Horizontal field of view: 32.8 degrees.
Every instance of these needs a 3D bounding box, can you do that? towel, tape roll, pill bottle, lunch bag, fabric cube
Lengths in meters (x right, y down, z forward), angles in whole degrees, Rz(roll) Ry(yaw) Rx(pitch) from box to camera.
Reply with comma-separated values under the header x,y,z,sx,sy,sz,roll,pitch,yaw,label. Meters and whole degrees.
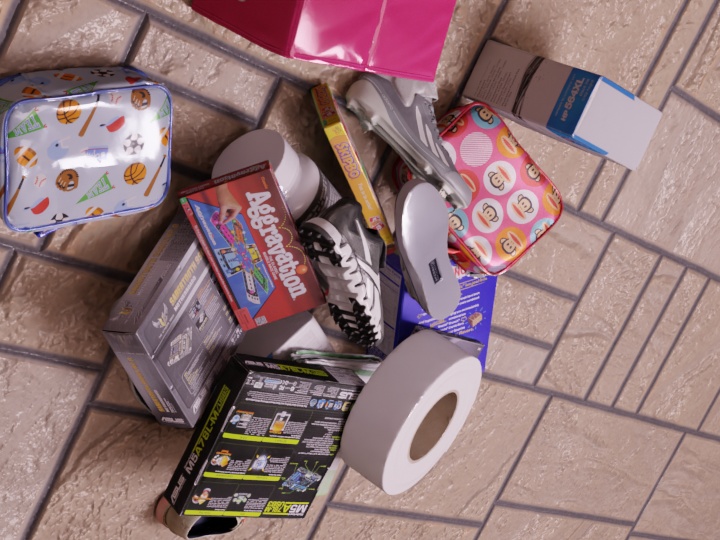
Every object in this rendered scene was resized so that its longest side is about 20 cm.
x,y,z,sx,sy,sz,roll,pitch,yaw,label
-0.058,0.194,1.510,0.149,0.031,0.200,8,109,-41,towel
0.065,0.176,1.515,0.202,0.071,0.203,-43,151,-31,tape roll
-0.077,-0.065,1.406,0.114,0.114,0.200,-47,135,-8,pill bottle
0.140,-0.092,1.546,0.176,0.082,0.200,-43,104,-14,lunch bag
-0.287,-0.119,1.229,0.200,0.076,0.161,-13,124,-36,lunch bag
-0.025,-0.323,1.243,0.200,0.196,0.200,1,113,-40,fabric cube

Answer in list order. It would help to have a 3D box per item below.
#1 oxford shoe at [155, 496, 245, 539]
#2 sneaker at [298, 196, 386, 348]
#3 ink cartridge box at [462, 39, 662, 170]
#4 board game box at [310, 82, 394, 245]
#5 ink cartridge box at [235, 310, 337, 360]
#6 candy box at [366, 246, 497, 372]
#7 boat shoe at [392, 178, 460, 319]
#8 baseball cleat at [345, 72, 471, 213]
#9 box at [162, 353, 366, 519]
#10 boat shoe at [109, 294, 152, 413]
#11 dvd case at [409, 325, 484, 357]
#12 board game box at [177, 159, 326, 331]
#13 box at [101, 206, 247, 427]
x,y,z,sx,sy,sz,roll,pitch,yaw,label
-0.160,0.306,1.578,0.200,0.074,0.071,-13,122,-34,oxford shoe
0.000,0.000,1.376,0.091,0.066,0.200,-48,135,-29,sneaker
0.251,-0.209,1.537,0.146,0.200,0.084,17,100,-44,ink cartridge box
-0.006,-0.115,1.442,0.030,0.096,0.200,-21,128,2,board game box
-0.093,0.149,1.535,0.146,0.086,0.200,-42,136,-13,ink cartridge box
0.096,0.058,1.648,0.169,0.077,0.200,-14,124,-34,candy box
0.068,-0.031,1.477,0.071,0.070,0.200,-36,132,-20,boat shoe
0.078,-0.167,1.456,0.200,0.070,0.106,44,75,-11,baseball cleat
-0.105,0.198,1.425,0.200,0.048,0.193,12,111,-45,box
-0.232,0.115,1.418,0.076,0.060,0.200,-38,133,-17,boat shoe
0.074,0.172,1.626,0.149,0.016,0.200,16,106,-50,dvd case
-0.115,-0.023,1.339,0.103,0.019,0.200,-19,129,3,board game box
-0.191,0.048,1.359,0.200,0.048,0.159,-64,145,-37,box
